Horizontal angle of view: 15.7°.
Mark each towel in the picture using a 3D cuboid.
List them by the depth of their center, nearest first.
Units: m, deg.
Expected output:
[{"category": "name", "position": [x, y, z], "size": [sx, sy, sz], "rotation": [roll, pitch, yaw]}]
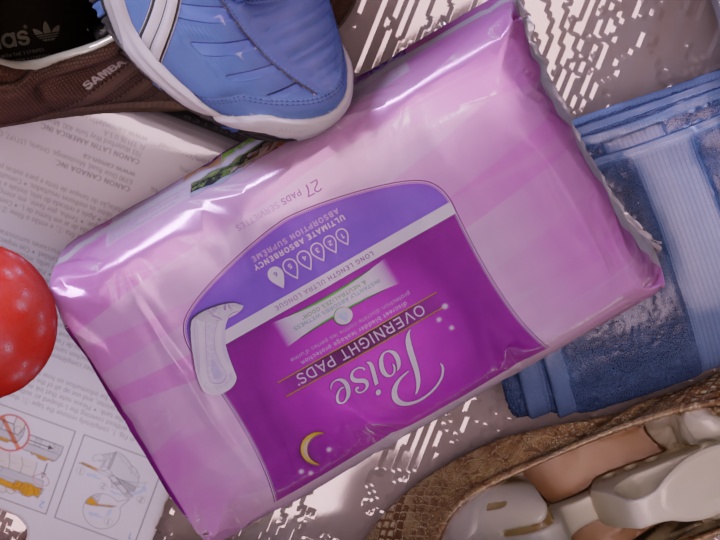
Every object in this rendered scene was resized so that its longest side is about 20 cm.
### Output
[{"category": "towel", "position": [0.138, -0.019, 1.006], "size": [0.199, 0.049, 0.112], "rotation": [-18, 96, 0]}]

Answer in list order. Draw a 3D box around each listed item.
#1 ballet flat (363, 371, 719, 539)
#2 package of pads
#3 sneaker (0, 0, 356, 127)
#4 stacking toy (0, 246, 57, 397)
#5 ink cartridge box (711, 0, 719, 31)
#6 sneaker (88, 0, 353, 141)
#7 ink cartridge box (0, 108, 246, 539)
[{"category": "ballet flat", "position": [0.088, 0.090, 1.006], "size": [0.199, 0.065, 0.071], "rotation": [-26, 97, 1]}, {"category": "package of pads", "position": [0.000, 0.000, 0.944], "size": [0.199, 0.076, 0.121], "rotation": [-30, 103, 6]}, {"category": "sneaker", "position": [-0.074, -0.095, 0.942], "size": [0.199, 0.075, 0.071], "rotation": [-20, 84, -30]}, {"category": "stacking toy", "position": [-0.194, 0.051, 0.922], "size": [0.199, 0.085, 0.086], "rotation": [-27, 95, 12]}, {"category": "ink cartridge box", "position": [0.229, -0.123, 0.945], "size": [0.199, 0.146, 0.088], "rotation": [-9, 138, 1]}, {"category": "sneaker", "position": [-0.059, -0.134, 0.869], "size": [0.076, 0.077, 0.201], "rotation": [-34, 100, -28]}, {"category": "ink cartridge box", "position": [-0.130, 0.019, 1.014], "size": [0.161, 0.050, 0.201], "rotation": [20, 108, -3]}]
